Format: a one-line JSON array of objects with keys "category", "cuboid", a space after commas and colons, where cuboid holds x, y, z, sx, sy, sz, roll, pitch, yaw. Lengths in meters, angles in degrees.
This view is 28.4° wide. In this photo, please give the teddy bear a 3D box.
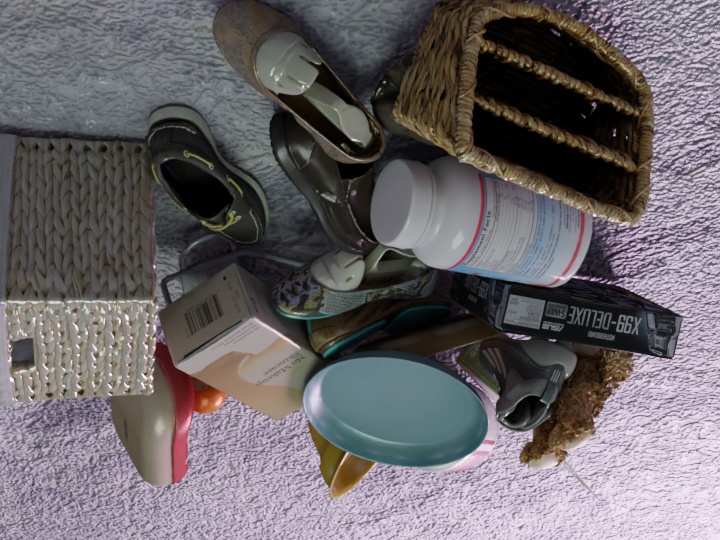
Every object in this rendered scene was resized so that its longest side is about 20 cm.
[{"category": "teddy bear", "cuboid": [0.227, 0.129, 1.508, 0.067, 0.200, 0.145, 38, 154, -2]}]

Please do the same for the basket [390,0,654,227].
[{"category": "basket", "cuboid": [0.153, -0.142, 1.178, 0.199, 0.149, 0.143, 20, 99, -26]}]

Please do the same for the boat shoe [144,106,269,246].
[{"category": "boat shoe", "cuboid": [-0.148, -0.075, 1.380, 0.071, 0.061, 0.201, -14, 144, 18]}]

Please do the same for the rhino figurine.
[{"category": "rhino figurine", "cuboid": [0.099, -0.137, 1.298, 0.199, 0.060, 0.087, 16, 161, -25]}]

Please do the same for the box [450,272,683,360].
[{"category": "box", "cuboid": [0.212, 0.038, 1.490, 0.199, 0.050, 0.158, 10, -172, -17]}]

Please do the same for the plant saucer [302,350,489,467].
[{"category": "plant saucer", "cuboid": [0.038, 0.143, 1.503, 0.199, 0.028, 0.201, 7, 140, 6]}]

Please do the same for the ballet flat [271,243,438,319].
[{"category": "ballet flat", "cuboid": [0.000, 0.000, 1.460, 0.199, 0.072, 0.072, -8, 154, -34]}]

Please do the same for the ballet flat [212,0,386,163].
[{"category": "ballet flat", "cuboid": [-0.044, -0.161, 1.230, 0.200, 0.067, 0.068, 39, 86, -35]}]

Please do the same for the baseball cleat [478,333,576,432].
[{"category": "baseball cleat", "cuboid": [0.160, 0.118, 1.518, 0.070, 0.107, 0.200, 30, 166, -8]}]

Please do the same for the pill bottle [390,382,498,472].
[{"category": "pill bottle", "cuboid": [0.103, 0.181, 1.668, 0.109, 0.110, 0.200, -10, 170, 12]}]

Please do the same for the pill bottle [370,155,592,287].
[{"category": "pill bottle", "cuboid": [0.115, -0.050, 1.368, 0.199, 0.109, 0.109, 10, 145, -27]}]

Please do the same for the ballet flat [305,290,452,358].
[{"category": "ballet flat", "cuboid": [0.016, 0.037, 1.523, 0.199, 0.073, 0.068, -16, 161, -40]}]

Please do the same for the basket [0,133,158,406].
[{"category": "basket", "cuboid": [-0.280, 0.000, 1.372, 0.160, 0.201, 0.199, -1, 147, -11]}]

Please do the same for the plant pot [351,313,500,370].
[{"category": "plant pot", "cuboid": [0.075, 0.075, 1.561, 0.199, 0.028, 0.200, -16, 179, 0]}]

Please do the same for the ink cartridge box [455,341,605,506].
[{"category": "ink cartridge box", "cuboid": [0.210, 0.173, 1.649, 0.048, 0.200, 0.146, -47, 138, -4]}]

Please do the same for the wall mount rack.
[{"category": "wall mount rack", "cuboid": [-0.123, 0.034, 1.534, 0.173, 0.075, 0.200, -19, 149, -11]}]

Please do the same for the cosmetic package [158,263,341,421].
[{"category": "cosmetic package", "cuboid": [-0.108, 0.079, 1.480, 0.105, 0.071, 0.200, -33, 146, 15]}]

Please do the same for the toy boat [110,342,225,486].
[{"category": "toy boat", "cuboid": [-0.221, 0.160, 1.695, 0.130, 0.131, 0.200, -24, 153, -21]}]

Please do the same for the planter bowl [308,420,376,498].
[{"category": "planter bowl", "cuboid": [-0.004, 0.164, 1.679, 0.083, 0.200, 0.201, 36, 148, 15]}]

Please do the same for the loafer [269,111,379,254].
[{"category": "loafer", "cuboid": [-0.015, -0.084, 1.362, 0.071, 0.073, 0.200, -16, 144, 20]}]
